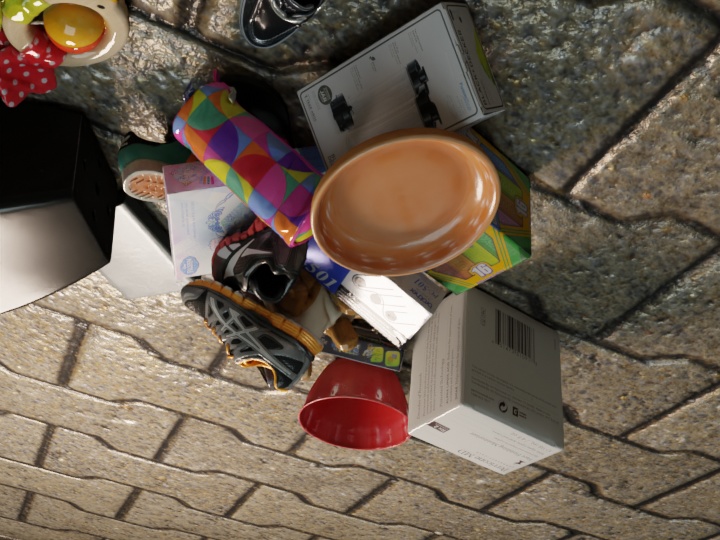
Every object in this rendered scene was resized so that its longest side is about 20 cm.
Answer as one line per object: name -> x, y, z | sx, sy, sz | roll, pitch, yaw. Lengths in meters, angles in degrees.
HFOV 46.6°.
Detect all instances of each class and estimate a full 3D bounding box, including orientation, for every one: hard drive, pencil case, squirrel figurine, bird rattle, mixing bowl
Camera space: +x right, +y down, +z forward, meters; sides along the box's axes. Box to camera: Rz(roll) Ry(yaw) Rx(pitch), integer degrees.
hard drive -> -0.339, -0.034, 1.215 | 0.136, 0.034, 0.201 | -8, 141, 21
pencil case -> -0.114, -0.118, 0.896 | 0.200, 0.088, 0.089 | 44, 143, 6
squirrel figurine -> -0.050, 0.030, 1.161 | 0.199, 0.184, 0.145 | 27, 131, 51
bird rattle -> -0.320, -0.248, 0.863 | 0.159, 0.115, 0.201 | -4, 150, -13
mixing bowl -> -0.003, 0.215, 1.429 | 0.194, 0.111, 0.202 | 5, 146, 4

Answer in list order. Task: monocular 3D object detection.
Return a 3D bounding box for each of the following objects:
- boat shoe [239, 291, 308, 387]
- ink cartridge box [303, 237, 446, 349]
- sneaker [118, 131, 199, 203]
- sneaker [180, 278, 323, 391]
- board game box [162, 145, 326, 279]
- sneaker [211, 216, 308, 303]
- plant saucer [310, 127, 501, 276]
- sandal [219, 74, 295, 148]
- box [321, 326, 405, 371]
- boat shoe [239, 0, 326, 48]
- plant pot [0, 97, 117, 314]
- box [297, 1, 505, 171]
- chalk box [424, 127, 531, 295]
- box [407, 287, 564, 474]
boat shoe -> -0.139, 0.072, 1.081 | 0.064, 0.200, 0.073 | -20, 141, -28
ink cartridge box -> 0.000, 0.000, 1.018 | 0.199, 0.044, 0.094 | 39, 140, 1
sneaker -> -0.210, -0.123, 1.044 | 0.071, 0.081, 0.197 | -37, 147, 32
sneaker -> -0.142, 0.073, 1.002 | 0.197, 0.079, 0.078 | 25, 171, 22
board game box -> -0.142, -0.069, 1.045 | 0.194, 0.044, 0.201 | -11, 153, -16
sneaker -> -0.126, -0.003, 0.995 | 0.070, 0.100, 0.199 | 18, 152, -32
plant saucer -> 0.044, -0.072, 0.850 | 0.195, 0.038, 0.202 | -8, 142, -6
sandal -> -0.113, -0.151, 0.997 | 0.073, 0.046, 0.202 | -4, 143, 16
box -> -0.036, 0.106, 1.297 | 0.195, 0.036, 0.110 | 15, -176, -9
boat shoe -> -0.062, -0.271, 0.800 | 0.071, 0.069, 0.199 | 28, 140, -26
plant pot -> -0.407, -0.089, 1.031 | 0.172, 0.204, 0.202 | -8, 144, 0
box -> 0.039, -0.176, 0.867 | 0.197, 0.119, 0.060 | -23, 179, 36
chalk box -> 0.094, -0.087, 0.977 | 0.198, 0.126, 0.123 | 32, 138, -30
box -> 0.186, 0.163, 1.240 | 0.196, 0.204, 0.130 | 26, 141, -25
